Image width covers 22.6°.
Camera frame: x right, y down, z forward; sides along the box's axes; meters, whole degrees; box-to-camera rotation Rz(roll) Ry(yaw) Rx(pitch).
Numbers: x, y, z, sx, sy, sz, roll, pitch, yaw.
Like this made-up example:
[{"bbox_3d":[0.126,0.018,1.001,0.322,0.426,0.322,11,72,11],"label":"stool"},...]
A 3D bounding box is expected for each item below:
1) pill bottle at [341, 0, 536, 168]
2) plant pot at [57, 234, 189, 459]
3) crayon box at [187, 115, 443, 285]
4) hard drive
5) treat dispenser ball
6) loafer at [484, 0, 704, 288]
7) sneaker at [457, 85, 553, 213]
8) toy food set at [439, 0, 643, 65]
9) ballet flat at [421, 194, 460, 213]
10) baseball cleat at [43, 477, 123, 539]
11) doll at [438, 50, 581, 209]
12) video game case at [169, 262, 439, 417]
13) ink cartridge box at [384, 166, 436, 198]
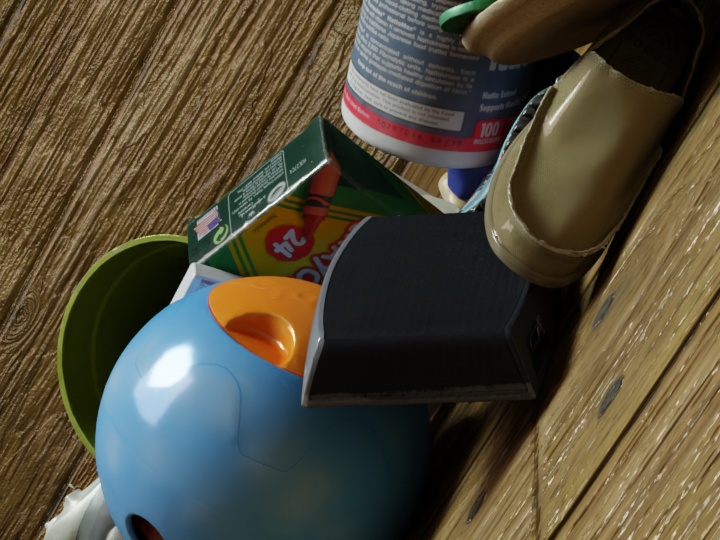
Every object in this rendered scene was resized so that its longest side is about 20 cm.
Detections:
[{"bbox_3d":[0.062,-0.177,1.136,0.120,0.119,0.200,-65,-11,-61],"label":"pill bottle"},{"bbox_3d":[-0.109,0.068,1.465,0.201,0.200,0.193,-59,-19,16],"label":"plant pot"},{"bbox_3d":[0.000,0.000,1.191,0.127,0.200,0.051,-38,38,24],"label":"crayon box"},{"bbox_3d":[0.041,0.015,0.988,0.200,0.135,0.042,-69,-26,-67],"label":"hard drive"},{"bbox_3d":[-0.058,0.104,1.078,0.201,0.201,0.201,-59,3,5],"label":"treat dispenser ball"},{"bbox_3d":[0.128,-0.079,0.969,0.200,0.076,0.067,-62,-2,-31],"label":"loafer"},{"bbox_3d":[0.096,-0.023,1.133,0.200,0.079,0.096,-52,-7,5],"label":"sneaker"},{"bbox_3d":[0.139,-0.170,1.007,0.200,0.049,0.198,-21,-6,-27],"label":"toy food set"},{"bbox_3d":[0.041,-0.025,1.344,0.200,0.074,0.074,10,66,55],"label":"ballet flat"},{"bbox_3d":[-0.143,0.163,1.339,0.200,0.106,0.070,-45,-11,14],"label":"baseball cleat"},{"bbox_3d":[0.103,-0.115,1.269,0.200,0.136,0.049,105,165,-51],"label":"doll"},{"bbox_3d":[-0.047,0.078,1.201,0.143,0.200,0.018,-60,25,30],"label":"video game case"},{"bbox_3d":[-0.014,0.021,1.633,0.200,0.145,0.145,-57,4,39],"label":"ink cartridge box"}]
